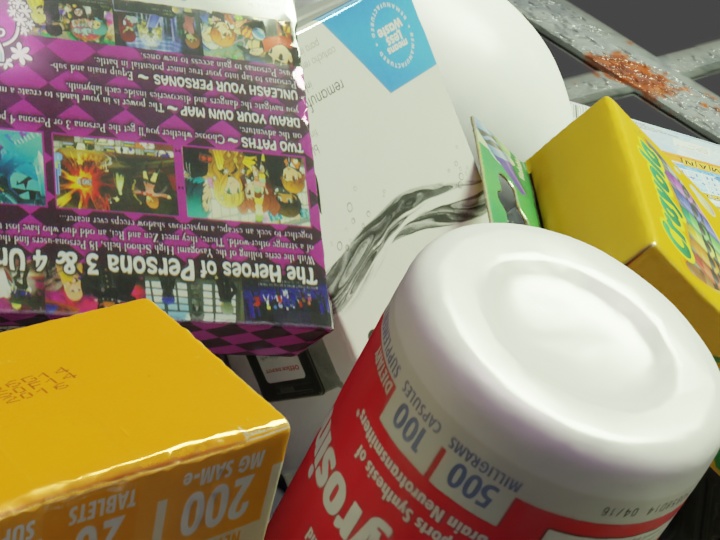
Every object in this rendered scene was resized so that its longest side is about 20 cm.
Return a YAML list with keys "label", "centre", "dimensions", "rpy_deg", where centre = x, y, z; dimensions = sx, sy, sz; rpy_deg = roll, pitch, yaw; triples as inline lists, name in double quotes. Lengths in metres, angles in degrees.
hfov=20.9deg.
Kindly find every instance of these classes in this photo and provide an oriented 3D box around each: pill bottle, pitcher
- label: "pill bottle"
  centre: [0.028, 0.091, 0.653]
  dimensions: [0.112, 0.200, 0.112]
  rpy_deg: [19, 34, -13]
- label: "pitcher"
  centre: [-0.002, -0.105, 1.033]
  dimensions: [0.200, 0.172, 0.121]
  rpy_deg: [42, 42, -14]

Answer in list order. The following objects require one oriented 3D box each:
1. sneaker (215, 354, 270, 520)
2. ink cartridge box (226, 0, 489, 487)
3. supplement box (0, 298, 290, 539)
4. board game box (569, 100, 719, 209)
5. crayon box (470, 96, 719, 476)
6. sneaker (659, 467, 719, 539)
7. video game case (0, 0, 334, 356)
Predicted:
- label: "sneaker"
  centre: [-0.074, 0.068, 0.766]
  dimensions: [0.080, 0.089, 0.200]
  rpy_deg: [-28, 32, 9]
- label: "ink cartridge box"
  centre: [0.000, 0.000, 0.768]
  dimensions: [0.068, 0.200, 0.116]
  rpy_deg: [-12, 16, 40]
- label: "supplement box"
  centre: [-0.105, 0.119, 0.549]
  dimensions: [0.126, 0.200, 0.074]
  rpy_deg: [-15, 40, -41]
- label: "board game box"
  centre: [0.193, -0.008, 1.060]
  dimensions: [0.200, 0.041, 0.200]
  rpy_deg: [16, 31, -4]
- label: "crayon box"
  centre: [0.133, 0.014, 0.793]
  dimensions: [0.200, 0.052, 0.126]
  rpy_deg: [41, 22, -23]
- label: "sneaker"
  centre: [0.135, 0.063, 0.883]
  dimensions: [0.114, 0.076, 0.199]
  rpy_deg: [-10, 43, -43]
- label: "video game case"
  centre: [-0.111, -0.065, 0.624]
  dimensions: [0.200, 0.036, 0.182]
  rpy_deg: [3, 68, -29]
